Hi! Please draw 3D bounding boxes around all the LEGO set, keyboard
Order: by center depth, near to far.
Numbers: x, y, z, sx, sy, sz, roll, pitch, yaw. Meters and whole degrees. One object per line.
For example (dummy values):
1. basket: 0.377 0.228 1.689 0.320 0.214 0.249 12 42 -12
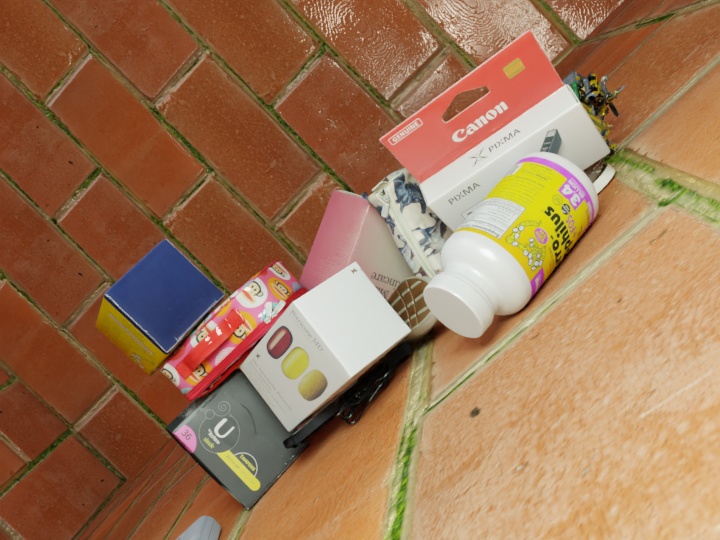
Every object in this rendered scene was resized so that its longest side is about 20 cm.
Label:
1. keyboard: -0.008 0.169 0.998 0.200 0.040 0.104 -38 -6 -16
2. LEGO set: 0.294 -0.175 1.100 0.200 0.116 0.154 -46 32 37

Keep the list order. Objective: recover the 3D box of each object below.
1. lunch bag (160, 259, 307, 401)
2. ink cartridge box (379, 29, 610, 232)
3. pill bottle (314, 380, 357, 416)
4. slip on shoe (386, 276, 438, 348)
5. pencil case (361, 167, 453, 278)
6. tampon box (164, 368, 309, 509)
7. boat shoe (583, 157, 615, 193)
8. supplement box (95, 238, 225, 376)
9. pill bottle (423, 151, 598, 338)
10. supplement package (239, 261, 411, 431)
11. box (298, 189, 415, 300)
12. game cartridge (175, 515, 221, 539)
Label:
1. lunch bag: -0.171 0.080 1.044 0.200 0.082 0.176 -43 0 18
2. ink cartridge box: 0.151 -0.138 0.871 0.200 0.176 0.045 -34 43 18
3. pill bottle: -0.074 0.151 1.181 0.116 0.116 0.200 -46 5 -9
4. slip on shoe: 0.071 0.061 1.021 0.200 0.060 0.076 134 138 -59
5. pencil case: 0.084 -0.038 1.033 0.078 0.200 0.089 -31 0 41
6. tampon box: -0.187 0.242 1.150 0.126 0.150 0.200 -45 5 -18
7. boat shoe: 0.215 -0.071 0.951 0.200 0.060 0.072 -44 5 11
8. supplement box: -0.277 0.056 1.064 0.109 0.110 0.200 -48 5 -26
9. pill bottle: 0.154 -0.025 0.812 0.200 0.104 0.104 -47 5 -22
10. supplement package: -0.049 0.098 0.969 0.109 0.114 0.200 -33 -10 -38
11. box: 0.000 0.000 1.139 0.109 0.128 0.200 23 94 55
12. game cartridge: -0.272 0.421 1.051 0.200 0.041 0.133 -45 1 -2
